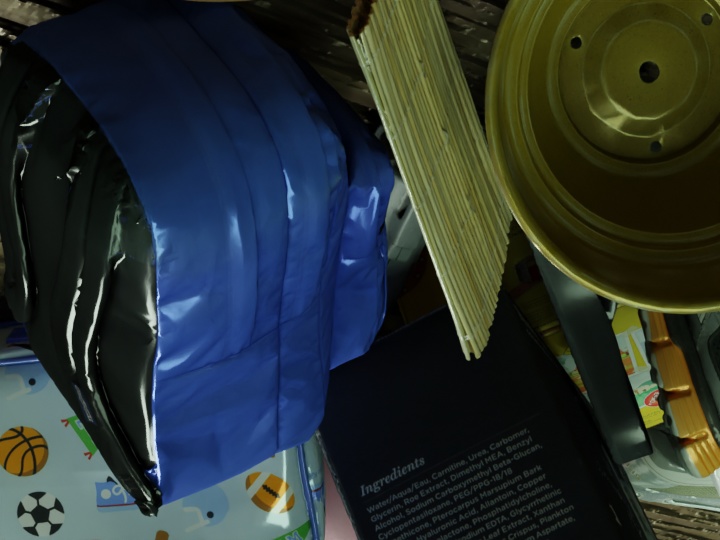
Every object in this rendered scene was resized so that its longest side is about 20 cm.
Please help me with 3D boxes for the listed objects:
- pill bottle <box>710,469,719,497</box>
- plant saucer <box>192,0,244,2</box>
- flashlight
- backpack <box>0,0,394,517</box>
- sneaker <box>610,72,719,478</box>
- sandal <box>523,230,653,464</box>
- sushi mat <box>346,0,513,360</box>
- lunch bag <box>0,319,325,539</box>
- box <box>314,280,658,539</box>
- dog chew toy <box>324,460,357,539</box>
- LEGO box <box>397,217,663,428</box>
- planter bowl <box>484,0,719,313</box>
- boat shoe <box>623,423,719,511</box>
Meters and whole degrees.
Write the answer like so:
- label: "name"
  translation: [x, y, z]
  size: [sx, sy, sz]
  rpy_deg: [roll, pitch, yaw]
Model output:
- label: "pill bottle"
  translation: [0.291, 0.064, 1.426]
  size: [0.200, 0.113, 0.113]
  rpy_deg: [-21, 147, 4]
- label: "plant saucer"
  translation: [-0.037, -0.188, 0.951]
  size: [0.200, 0.037, 0.200]
  rpy_deg: [-13, 144, -10]
- label: "flashlight"
  translation: [0.000, 0.000, 1.237]
  size: [0.068, 0.068, 0.200]
  rpy_deg: [-33, 157, -43]
- label: "backpack"
  translation: [-0.075, -0.032, 1.069]
  size: [0.168, 0.163, 0.200]
  rpy_deg: [-29, 143, -23]
- label: "sneaker"
  translation: [0.168, -0.003, 1.201]
  size: [0.077, 0.200, 0.078]
  rpy_deg: [-15, 177, 5]
- label: "sandal"
  translation: [0.111, -0.003, 1.205]
  size: [0.043, 0.076, 0.200]
  rpy_deg: [-20, 105, 8]
- label: "sushi mat"
  translation: [0.033, -0.061, 1.089]
  size: [0.012, 0.096, 0.200]
  rpy_deg: [-4, 134, 19]
- label: "lunch bag"
  translation: [-0.110, 0.090, 1.226]
  size: [0.200, 0.076, 0.160]
  rpy_deg: [-7, 104, 4]
- label: "box"
  translation: [0.082, 0.143, 1.200]
  size: [0.117, 0.200, 0.197]
  rpy_deg: [-28, 151, 7]
- label: "dog chew toy"
  translation: [-0.079, 0.124, 1.330]
  size: [0.200, 0.125, 0.125]
  rpy_deg: [4, 143, -12]
- label: "LEGO box"
  translation: [0.133, 0.023, 1.321]
  size: [0.200, 0.077, 0.149]
  rpy_deg: [-21, 147, 5]
- label: "planter bowl"
  translation: [0.144, -0.086, 1.121]
  size: [0.200, 0.083, 0.200]
  rpy_deg: [-3, 103, -11]
- label: "boat shoe"
  translation: [0.254, 0.124, 1.540]
  size: [0.202, 0.074, 0.065]
  rpy_deg: [5, 145, -27]
